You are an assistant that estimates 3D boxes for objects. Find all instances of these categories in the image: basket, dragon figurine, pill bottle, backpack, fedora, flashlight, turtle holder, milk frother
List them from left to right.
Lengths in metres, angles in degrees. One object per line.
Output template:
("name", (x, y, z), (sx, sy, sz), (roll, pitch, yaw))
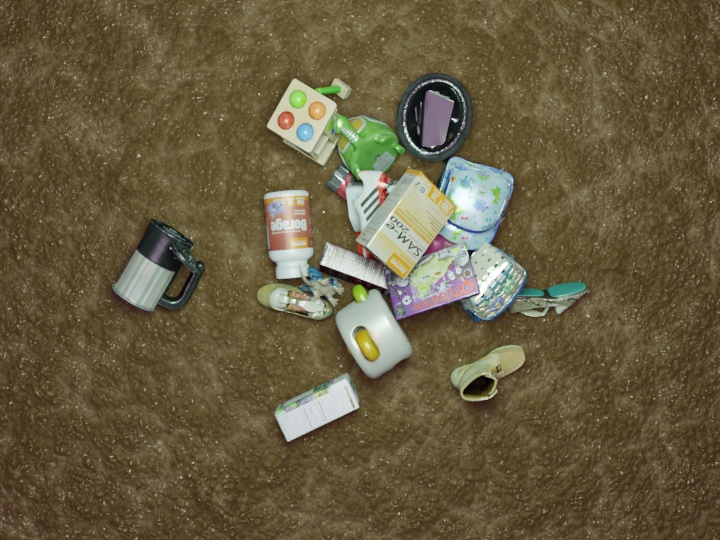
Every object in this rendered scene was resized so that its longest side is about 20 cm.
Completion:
("milk frother", (-0.471, 0.006, 1.495), (0.178, 0.200, 0.191), (31, 93, -5))
("pill bottle", (-0.170, -0.086, 1.533), (0.109, 0.112, 0.205), (-5, 92, 0))
("dragon figurine", (-0.105, 0.031, 1.505), (0.099, 0.198, 0.060), (29, 93, 44))
("turtle holder", (0.001, -0.292, 1.497), (0.132, 0.183, 0.143), (50, 133, 29))
("flashlight", (0.012, -0.174, 1.556), (0.198, 0.068, 0.068), (35, 48, -4))
("fedora", (0.173, -0.362, 1.531), (0.195, 0.092, 0.206), (0, 92, 0))
("backpack", (0.257, -0.152, 1.513), (0.179, 0.147, 0.204), (18, 98, 4))
("basket", (0.303, 0.036, 1.501), (0.177, 0.199, 0.139), (-49, 64, 6))

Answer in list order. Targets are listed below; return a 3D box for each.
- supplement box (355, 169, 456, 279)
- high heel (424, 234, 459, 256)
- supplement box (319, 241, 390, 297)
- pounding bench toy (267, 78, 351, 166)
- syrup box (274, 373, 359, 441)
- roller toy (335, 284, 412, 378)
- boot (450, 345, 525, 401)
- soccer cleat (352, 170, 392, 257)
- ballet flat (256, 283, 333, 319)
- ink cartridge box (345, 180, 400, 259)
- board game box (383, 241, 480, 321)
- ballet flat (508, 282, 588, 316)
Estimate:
("supplement box", (0.101, -0.102, 1.396), (0.125, 0.073, 0.202), (37, 87, -25))
("high heel", (0.161, -0.002, 1.530), (0.094, 0.068, 0.203), (19, 122, -3))
("supplement box", (0.000, 0.000, 1.535), (0.196, 0.109, 0.062), (20, 81, -1))
("pounding bench toy", (-0.104, -0.377, 1.488), (0.123, 0.156, 0.203), (31, 92, 11))
("syrup box", (-0.104, 0.334, 1.567), (0.197, 0.079, 0.083), (-26, 92, 1))
("roller toy", (0.028, 0.155, 1.505), (0.138, 0.201, 0.183), (-32, 134, 2))
("boot", (0.317, 0.246, 1.524), (0.196, 0.155, 0.074), (-20, 92, 1))
("soccer cleat", (0.018, -0.130, 1.453), (0.083, 0.069, 0.204), (16, 114, 17))
("ballet flat", (-0.161, 0.077, 1.563), (0.195, 0.071, 0.072), (14, 92, 0))
("ink cartridge box", (0.055, -0.109, 1.513), (0.156, 0.047, 0.204), (-1, 114, 14))
("board game box", (0.159, 0.025, 1.431), (0.196, 0.032, 0.123), (-20, 76, 14))
("ballet flat", (0.458, 0.075, 1.570), (0.195, 0.068, 0.077), (-6, 114, 6))
